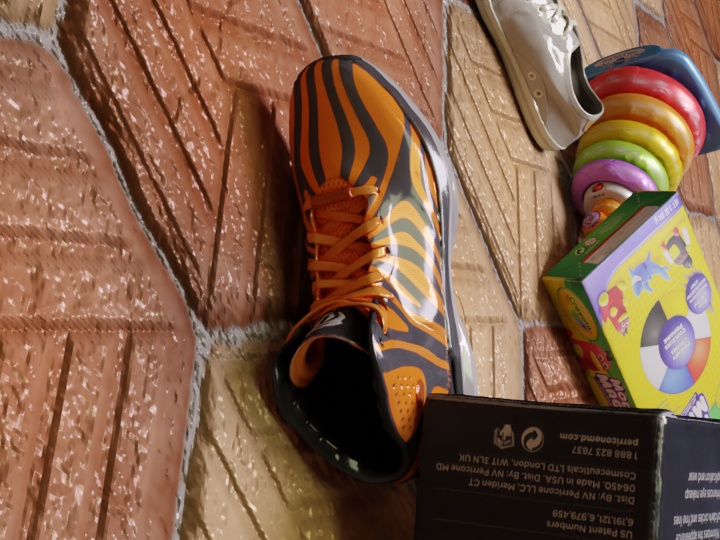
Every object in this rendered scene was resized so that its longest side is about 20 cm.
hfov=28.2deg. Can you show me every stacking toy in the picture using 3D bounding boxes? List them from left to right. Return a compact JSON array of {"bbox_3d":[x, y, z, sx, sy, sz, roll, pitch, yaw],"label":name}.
[{"bbox_3d":[0.203,-0.070,1.115,0.110,0.115,0.201,51,46,-28],"label":"stacking toy"}]

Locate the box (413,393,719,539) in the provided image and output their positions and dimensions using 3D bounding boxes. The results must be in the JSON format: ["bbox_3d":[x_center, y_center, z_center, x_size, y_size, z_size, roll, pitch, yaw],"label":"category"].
[{"bbox_3d":[0.111,0.165,0.680,0.196,0.116,0.203,15,78,-61],"label":"box"}]

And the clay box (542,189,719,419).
[{"bbox_3d":[0.218,0.057,1.045,0.115,0.047,0.202,-39,113,-27],"label":"clay box"}]

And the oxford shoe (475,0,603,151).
[{"bbox_3d":[0.125,-0.185,1.050,0.202,0.057,0.075,63,29,-17],"label":"oxford shoe"}]

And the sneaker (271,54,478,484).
[{"bbox_3d":[0.000,0.000,0.653,0.112,0.077,0.203,-20,93,-66],"label":"sneaker"}]
